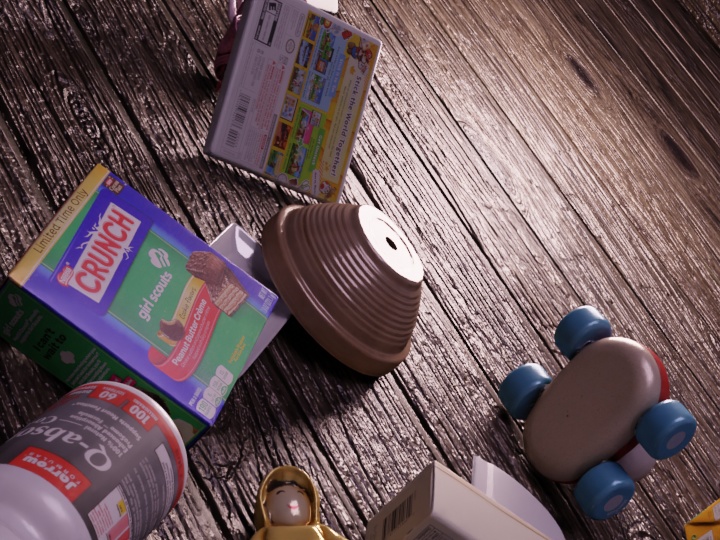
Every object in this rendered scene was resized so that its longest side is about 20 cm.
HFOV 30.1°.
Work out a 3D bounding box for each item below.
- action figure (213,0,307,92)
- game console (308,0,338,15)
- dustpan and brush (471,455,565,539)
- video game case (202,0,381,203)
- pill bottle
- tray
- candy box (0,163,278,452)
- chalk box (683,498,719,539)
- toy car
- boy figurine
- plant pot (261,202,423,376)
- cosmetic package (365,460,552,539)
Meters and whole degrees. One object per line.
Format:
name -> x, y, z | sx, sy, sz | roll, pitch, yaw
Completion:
action figure -> -0.134, -0.280, 1.579 | 0.201, 0.148, 0.135 | -63, 150, -33
game console -> -0.139, -0.437, 1.858 | 0.199, 0.116, 0.178 | 0, 81, -51
dustpan and brush -> 0.174, 0.284, 1.307 | 0.199, 0.057, 0.140 | 31, 31, -10
video game case -> -0.072, -0.196, 1.496 | 0.181, 0.023, 0.202 | 20, 81, -36
pill bottle -> -0.208, 0.165, 0.901 | 0.116, 0.116, 0.200 | 44, 29, 0
tray -> -0.124, 0.030, 1.275 | 0.107, 0.022, 0.200 | 44, 29, -3
candy box -> -0.188, 0.032, 1.116 | 0.199, 0.077, 0.170 | 36, 40, -10
chalk box -> 0.489, 0.350, 1.532 | 0.199, 0.124, 0.125 | 34, 31, -17
toy car -> 0.288, 0.171, 1.485 | 0.199, 0.177, 0.185 | 28, 19, -49
boy figurine -> -0.042, 0.234, 1.046 | 0.123, 0.065, 0.201 | -2, 34, -8
plant pot -> 0.000, 0.000, 1.369 | 0.201, 0.092, 0.202 | 42, 23, -22
cosmetic package -> 0.109, 0.269, 1.181 | 0.199, 0.104, 0.073 | 36, 28, -17
